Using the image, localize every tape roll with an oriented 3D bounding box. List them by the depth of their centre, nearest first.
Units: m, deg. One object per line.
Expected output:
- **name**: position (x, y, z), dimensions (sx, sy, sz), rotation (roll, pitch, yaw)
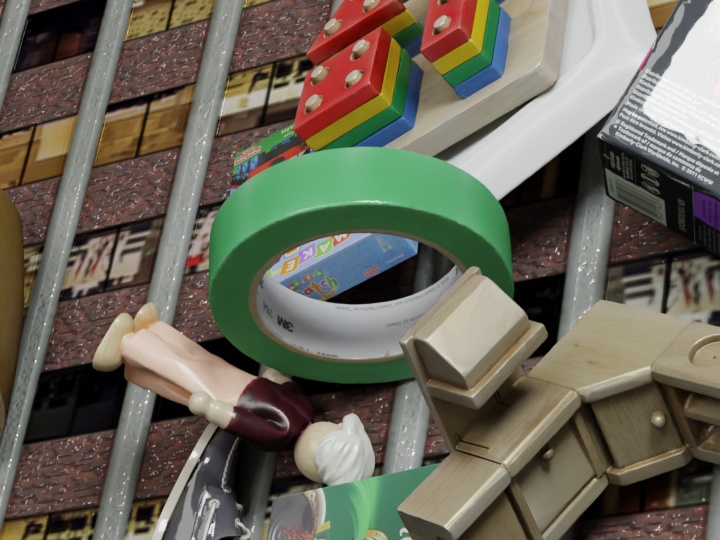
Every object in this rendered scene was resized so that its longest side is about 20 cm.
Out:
- **tape roll**: position (0.000, 0.000, 1.635), dimensions (0.200, 0.200, 0.048), rotation (-22, 50, 25)

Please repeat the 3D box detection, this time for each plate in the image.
- **plate**: position (0.112, -0.129, 1.703), dimensions (0.200, 0.032, 0.200), rotation (-39, 24, 20)

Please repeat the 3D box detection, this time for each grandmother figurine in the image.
- **grandmother figurine**: position (-0.076, 0.091, 1.688), dimensions (0.200, 0.121, 0.061), rotation (29, 119, 17)

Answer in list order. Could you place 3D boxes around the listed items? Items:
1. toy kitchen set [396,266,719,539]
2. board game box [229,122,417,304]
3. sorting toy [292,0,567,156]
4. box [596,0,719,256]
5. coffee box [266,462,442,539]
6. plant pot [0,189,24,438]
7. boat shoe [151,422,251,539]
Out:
- **toy kitchen set**: position (0.138, 0.089, 1.437), dimensions (0.180, 0.164, 0.200), rotation (13, 48, 46)
- **board game box**: position (-0.028, -0.049, 1.779), dimensions (0.151, 0.037, 0.200), rotation (-27, 32, 21)
- **sorting toy**: position (0.044, -0.163, 1.727), dimensions (0.200, 0.070, 0.199), rotation (-30, 29, 29)
- **box**: position (0.243, -0.124, 1.564), dimensions (0.106, 0.122, 0.200), rotation (29, 79, 15)
- **coffee box**: position (0.026, 0.188, 1.593), dimensions (0.199, 0.044, 0.123), rotation (-13, 52, 32)
- **plant pot**: position (-0.334, 0.021, 1.925), dimensions (0.186, 0.187, 0.200), rotation (-16, 38, 30)
- **boat shoe**: position (-0.109, 0.181, 1.713), dimensions (0.063, 0.073, 0.200), rotation (24, 64, 1)
